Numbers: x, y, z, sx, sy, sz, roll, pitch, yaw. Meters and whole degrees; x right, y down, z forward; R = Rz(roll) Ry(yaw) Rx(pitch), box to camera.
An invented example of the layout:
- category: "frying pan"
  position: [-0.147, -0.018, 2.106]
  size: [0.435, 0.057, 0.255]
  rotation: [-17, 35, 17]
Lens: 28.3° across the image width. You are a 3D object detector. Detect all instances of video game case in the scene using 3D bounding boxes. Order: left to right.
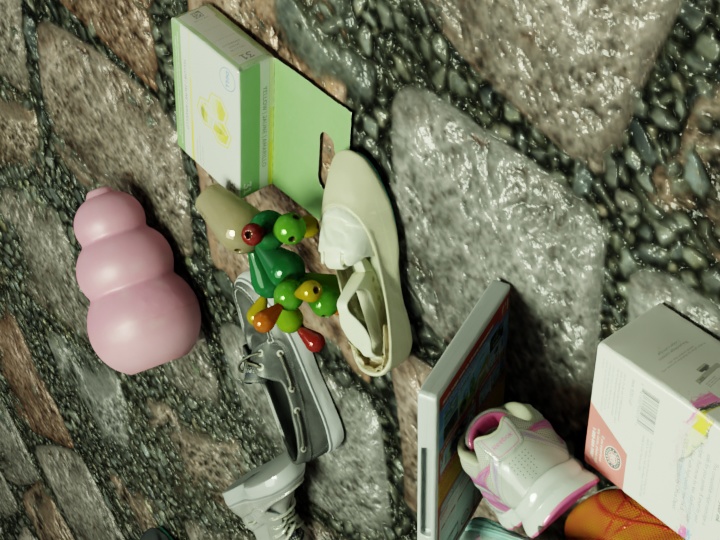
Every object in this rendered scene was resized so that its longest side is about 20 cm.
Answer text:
- category: "video game case"
  position: [0.081, 0.127, 1.120]
  size: [0.017, 0.143, 0.201]
  rotation: [16, 132, 21]

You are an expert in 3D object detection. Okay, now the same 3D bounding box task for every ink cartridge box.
- category: "ink cartridge box"
  position: [-0.091, -0.125, 1.261]
  size: [0.200, 0.048, 0.146]
  rotation: [42, 145, 33]
- category: "ink cartridge box"
  position: [0.245, 0.126, 0.940]
  size: [0.200, 0.067, 0.117]
  rotation: [38, 143, 37]

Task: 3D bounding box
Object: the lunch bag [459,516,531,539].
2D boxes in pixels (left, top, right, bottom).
- category: "lunch bag"
  position: [0.152, 0.270, 1.127]
  size: [0.160, 0.077, 0.200]
  rotation: [45, 164, -16]

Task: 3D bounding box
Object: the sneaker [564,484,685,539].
- category: "sneaker"
  position: [0.210, 0.205, 1.049]
  size: [0.200, 0.077, 0.073]
  rotation: [-6, 111, 59]

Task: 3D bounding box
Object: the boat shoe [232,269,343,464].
- category: "boat shoe"
  position: [-0.086, 0.100, 1.418]
  size: [0.070, 0.066, 0.201]
  rotation: [-7, 109, 58]

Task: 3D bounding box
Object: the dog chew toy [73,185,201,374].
- category: "dog chew toy"
  position: [-0.251, 0.007, 1.545]
  size: [0.124, 0.124, 0.201]
  rotation: [-21, 90, 59]

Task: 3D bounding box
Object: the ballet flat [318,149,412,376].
- category: "ballet flat"
  position: [0.000, 0.000, 1.205]
  size: [0.069, 0.069, 0.201]
  rotation: [16, 128, 50]

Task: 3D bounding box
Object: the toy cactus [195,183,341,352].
- category: "toy cactus"
  position: [-0.087, -0.007, 1.267]
  size: [0.165, 0.102, 0.200]
  rotation: [43, 169, 18]

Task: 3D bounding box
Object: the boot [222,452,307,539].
- category: "boot"
  position: [-0.084, 0.258, 1.555]
  size: [0.096, 0.073, 0.200]
  rotation: [54, 158, 0]

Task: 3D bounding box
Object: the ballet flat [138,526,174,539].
- category: "ballet flat"
  position: [-0.246, 0.402, 1.906]
  size: [0.199, 0.073, 0.074]
  rotation: [18, 129, 49]

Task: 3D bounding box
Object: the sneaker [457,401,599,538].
- category: "sneaker"
  position: [0.119, 0.140, 1.084]
  size: [0.088, 0.081, 0.200]
  rotation: [50, 172, 4]
